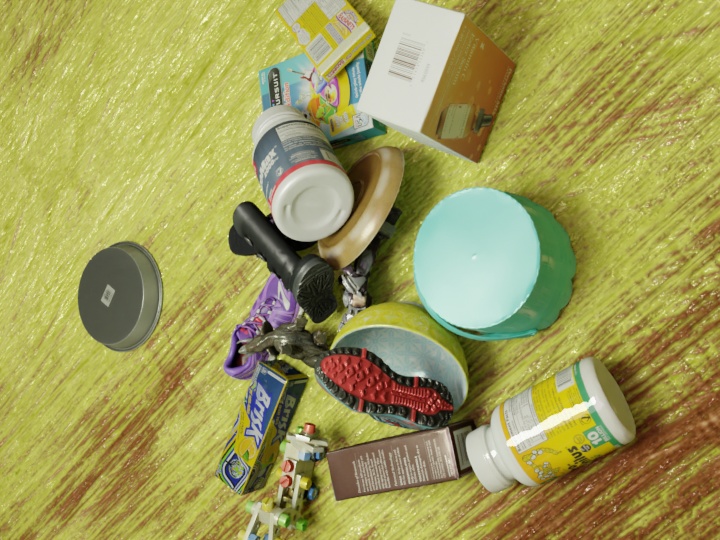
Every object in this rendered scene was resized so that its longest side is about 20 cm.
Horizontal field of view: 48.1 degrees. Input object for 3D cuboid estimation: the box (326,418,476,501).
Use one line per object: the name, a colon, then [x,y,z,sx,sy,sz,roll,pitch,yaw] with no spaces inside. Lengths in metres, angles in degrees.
box: [0.061,0.266,1.129,0.197,0.100,0.077,-16,79,28]

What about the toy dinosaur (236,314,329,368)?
toy dinosaur: [-0.082,0.116,1.221,0.196,0.102,0.079,17,79,-14]

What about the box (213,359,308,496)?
box: [-0.156,0.245,1.273,0.063,0.070,0.204,26,99,26]

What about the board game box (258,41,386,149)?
board game box: [-0.064,-0.267,1.271,0.196,0.047,0.155,-13,80,28]

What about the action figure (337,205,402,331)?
action figure: [0.000,0.000,1.184,0.068,0.130,0.205,17,80,-9]

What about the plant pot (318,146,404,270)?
plant pot: [-0.007,-0.096,1.166,0.200,0.027,0.202,-46,27,32]

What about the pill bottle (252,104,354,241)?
pill bottle: [-0.092,-0.148,1.159,0.120,0.119,0.202,-47,41,18]

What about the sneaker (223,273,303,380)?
sneaker: [-0.155,0.087,1.276,0.080,0.083,0.203,29,100,27]

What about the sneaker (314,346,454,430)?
sneaker: [0.019,0.168,1.054,0.095,0.197,0.081,-39,31,55]

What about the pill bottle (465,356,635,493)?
pill bottle: [0.236,0.204,1.026,0.198,0.112,0.115,-33,71,23]

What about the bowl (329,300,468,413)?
bowl: [0.060,0.110,1.125,0.196,0.202,0.109,-14,36,28]

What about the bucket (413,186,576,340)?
bucket: [0.172,-0.010,1.066,0.203,0.134,0.213,-3,83,30]

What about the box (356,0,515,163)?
box: [0.107,-0.250,1.084,0.105,0.199,0.155,25,98,29]

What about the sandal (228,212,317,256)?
sandal: [-0.137,-0.062,1.300,0.197,0.043,0.078,-16,78,28]

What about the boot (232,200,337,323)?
boot: [-0.117,-0.032,1.182,0.065,0.166,0.201,-32,65,-15]

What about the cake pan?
cake pan: [-0.446,0.047,1.473,0.196,0.036,0.206,-2,85,30]

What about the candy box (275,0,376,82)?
candy box: [-0.058,-0.384,1.249,0.102,0.026,0.202,-39,51,10]

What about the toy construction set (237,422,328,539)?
toy construction set: [-0.107,0.312,1.204,0.091,0.130,0.204,27,99,27]
